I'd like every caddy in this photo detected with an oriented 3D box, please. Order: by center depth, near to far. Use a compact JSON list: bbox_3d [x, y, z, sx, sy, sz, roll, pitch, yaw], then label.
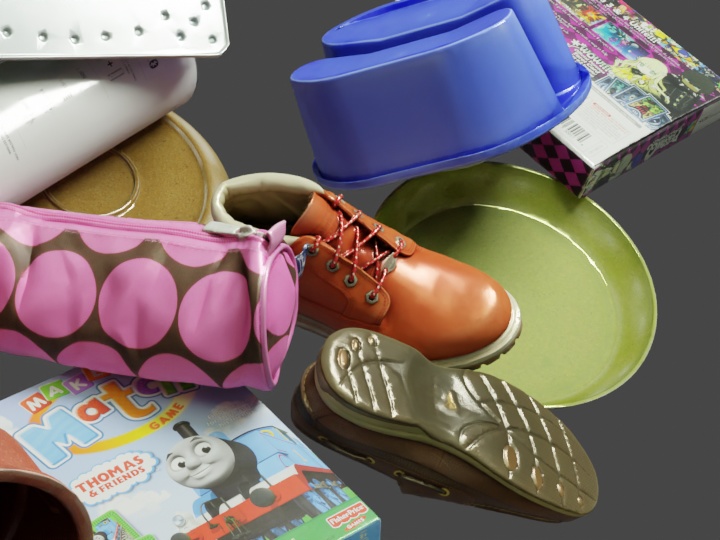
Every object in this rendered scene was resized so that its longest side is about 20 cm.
[{"bbox_3d":[0.052,-0.114,1.093,0.198,0.106,0.142,-11,25,27],"label":"caddy"}]

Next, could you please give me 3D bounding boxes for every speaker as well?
[{"bbox_3d":[-0.196,-0.096,1.028,0.081,0.082,0.200,40,53,16],"label":"speaker"}]

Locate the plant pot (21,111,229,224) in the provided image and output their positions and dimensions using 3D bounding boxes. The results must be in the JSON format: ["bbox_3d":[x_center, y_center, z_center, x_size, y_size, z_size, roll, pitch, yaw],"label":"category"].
[{"bbox_3d":[-0.175,-0.052,1.070,0.197,0.028,0.202,8,52,-10],"label":"plant pot"}]

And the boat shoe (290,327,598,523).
[{"bbox_3d":[0.050,0.101,0.991,0.198,0.068,0.073,25,45,-19],"label":"boat shoe"}]

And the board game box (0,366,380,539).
[{"bbox_3d":[-0.108,0.119,0.914,0.150,0.037,0.200,-24,45,-30],"label":"board game box"}]

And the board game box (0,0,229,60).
[{"bbox_3d":[-0.185,-0.224,1.005,0.198,0.026,0.203,-5,83,-28],"label":"board game box"}]

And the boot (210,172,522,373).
[{"bbox_3d":[0.000,0.000,0.998,0.198,0.108,0.076,14,61,14],"label":"boot"}]

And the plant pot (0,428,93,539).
[{"bbox_3d":[-0.265,0.103,0.825,0.199,0.202,0.196,-21,53,-29],"label":"plant pot"}]

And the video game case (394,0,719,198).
[{"bbox_3d":[0.147,-0.153,1.220,0.200,0.036,0.180,42,47,22],"label":"video game case"}]

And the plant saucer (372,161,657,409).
[{"bbox_3d":[0.096,0.014,1.095,0.197,0.031,0.202,8,50,-10],"label":"plant saucer"}]

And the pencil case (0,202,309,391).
[{"bbox_3d":[-0.133,0.009,0.949,0.197,0.095,0.091,5,31,12],"label":"pencil case"}]
